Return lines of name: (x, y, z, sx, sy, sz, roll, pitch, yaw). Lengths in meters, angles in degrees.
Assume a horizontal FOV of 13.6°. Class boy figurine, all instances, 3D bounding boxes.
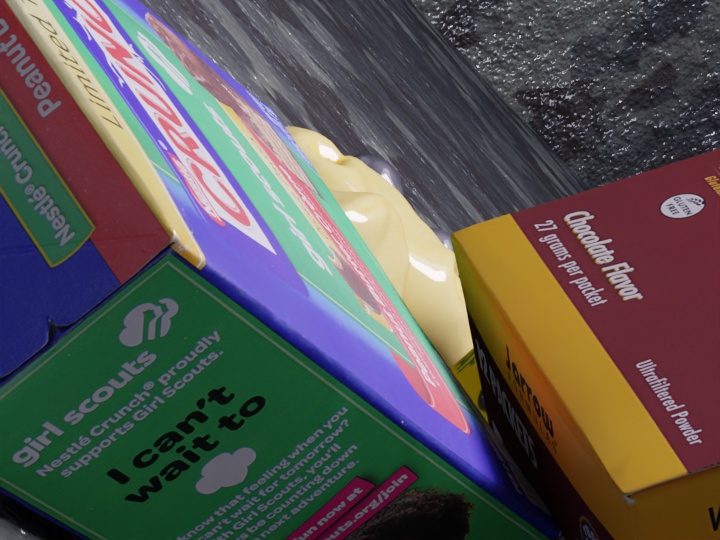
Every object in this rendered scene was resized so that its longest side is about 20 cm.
boy figurine: (0.000, 0.000, 1.107, 0.124, 0.064, 0.200, 49, 8, 0)

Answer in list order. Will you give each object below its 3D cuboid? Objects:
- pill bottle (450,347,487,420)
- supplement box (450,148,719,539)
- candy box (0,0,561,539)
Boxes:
pill bottle: (0.109, 0.037, 1.008, 0.113, 0.200, 0.113, 47, 7, -8)
supplement box: (0.149, 0.074, 0.807, 0.133, 0.196, 0.201, -121, -164, -57)
candy box: (-0.058, -0.004, 0.724, 0.169, 0.077, 0.200, 55, 11, 34)
